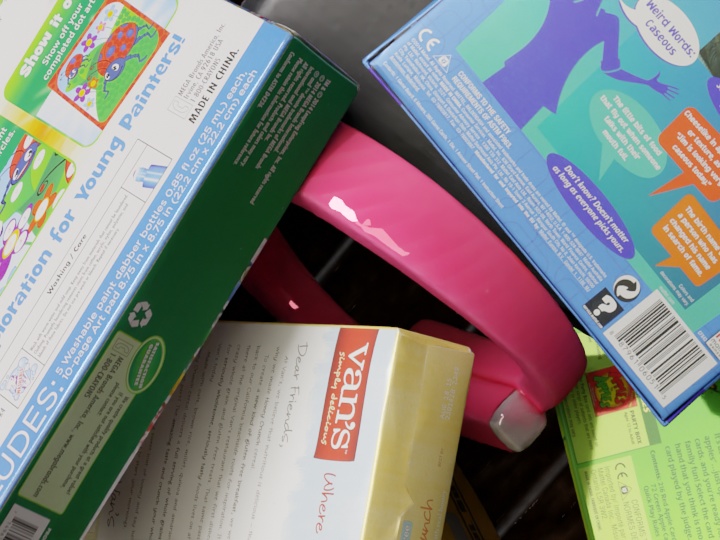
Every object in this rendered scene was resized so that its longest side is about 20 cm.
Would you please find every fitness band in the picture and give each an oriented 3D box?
[{"bbox_3d":[0.000,0.000,0.845,0.144,0.200,0.037,46,75,-23],"label":"fitness band"}]

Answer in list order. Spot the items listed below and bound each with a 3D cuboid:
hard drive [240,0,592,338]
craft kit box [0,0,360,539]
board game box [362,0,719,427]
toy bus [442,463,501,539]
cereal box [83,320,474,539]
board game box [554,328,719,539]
[{"bbox_3d":[0.060,-0.066,0.813,0.200,0.042,0.135,37,103,1],"label":"hard drive"},{"bbox_3d":[-0.122,-0.018,0.811,0.197,0.048,0.201,31,88,41],"label":"craft kit box"},{"bbox_3d":[0.124,-0.073,0.758,0.200,0.045,0.152,-39,93,5],"label":"board game box"},{"bbox_3d":[0.044,0.166,0.863,0.065,0.078,0.201,-30,74,15],"label":"toy bus"},{"bbox_3d":[-0.050,0.090,0.824,0.199,0.039,0.145,2,79,50],"label":"cereal box"},{"bbox_3d":[0.134,0.090,0.856,0.101,0.048,0.201,-16,81,17],"label":"board game box"}]
